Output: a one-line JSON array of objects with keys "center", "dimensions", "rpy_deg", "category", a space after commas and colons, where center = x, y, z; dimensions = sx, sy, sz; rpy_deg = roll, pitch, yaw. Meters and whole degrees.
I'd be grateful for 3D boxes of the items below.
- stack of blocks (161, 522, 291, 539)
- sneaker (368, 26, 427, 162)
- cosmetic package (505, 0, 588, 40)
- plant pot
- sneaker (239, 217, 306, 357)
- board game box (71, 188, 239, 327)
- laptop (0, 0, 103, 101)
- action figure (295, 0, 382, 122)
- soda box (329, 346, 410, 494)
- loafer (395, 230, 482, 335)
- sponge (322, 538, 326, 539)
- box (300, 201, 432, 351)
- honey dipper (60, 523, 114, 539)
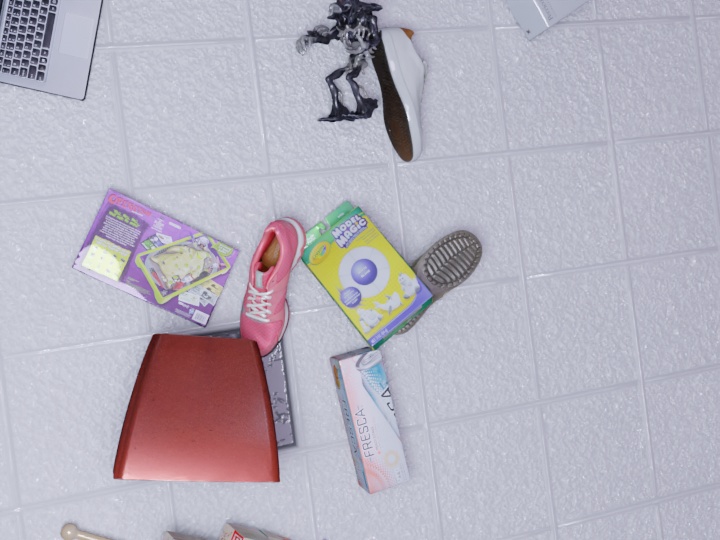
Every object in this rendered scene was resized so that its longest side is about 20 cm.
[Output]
[{"center": [-0.180, 0.410, 1.093], "dimensions": [0.199, 0.058, 0.117], "rpy_deg": [26, 81, -34], "category": "stack of blocks"}, {"center": [0.077, -0.268, 1.216], "dimensions": [0.084, 0.072, 0.203], "rpy_deg": [-17, 100, -29], "category": "sneaker"}, {"center": [0.334, -0.472, 1.301], "dimensions": [0.199, 0.071, 0.102], "rpy_deg": [-37, 99, -14], "category": "cosmetic package"}, {"center": [-0.216, 0.181, 1.058], "dimensions": [0.197, 0.200, 0.179], "rpy_deg": [5, 78, -17], "category": "plant pot"}, {"center": [-0.136, 0.022, 1.118], "dimensions": [0.073, 0.087, 0.203], "rpy_deg": [14, 93, 13], "category": "sneaker"}, {"center": [-0.282, -0.016, 1.122], "dimensions": [0.198, 0.032, 0.121], "rpy_deg": [27, 85, -15], "category": "board game box"}, {"center": [-0.443, -0.344, 1.037], "dimensions": [0.197, 0.116, 0.190], "rpy_deg": [10, 86, -16], "category": "laptop"}, {"center": [-0.024, -0.320, 1.165], "dimensions": [0.101, 0.118, 0.203], "rpy_deg": [-10, 101, -49], "category": "action figure"}, {"center": [0.013, 0.219, 1.187], "dimensions": [0.067, 0.063, 0.203], "rpy_deg": [-14, 93, -16], "category": "soda box"}, {"center": [0.099, 0.015, 1.215], "dimensions": [0.199, 0.068, 0.076], "rpy_deg": [-41, 96, -10], "category": "loafer"}, {"center": [-0.018, 0.504, 1.186], "dimensions": [0.200, 0.030, 0.112], "rpy_deg": [45, 77, -12], "category": "sponge"}, {"center": [0.000, 0.000, 1.161], "dimensions": [0.117, 0.048, 0.201], "rpy_deg": [-39, 74, -6], "category": "box"}, {"center": [-0.309, 0.379, 1.097], "dimensions": [0.198, 0.038, 0.038], "rpy_deg": [24, 82, -15], "category": "honey dipper"}]
